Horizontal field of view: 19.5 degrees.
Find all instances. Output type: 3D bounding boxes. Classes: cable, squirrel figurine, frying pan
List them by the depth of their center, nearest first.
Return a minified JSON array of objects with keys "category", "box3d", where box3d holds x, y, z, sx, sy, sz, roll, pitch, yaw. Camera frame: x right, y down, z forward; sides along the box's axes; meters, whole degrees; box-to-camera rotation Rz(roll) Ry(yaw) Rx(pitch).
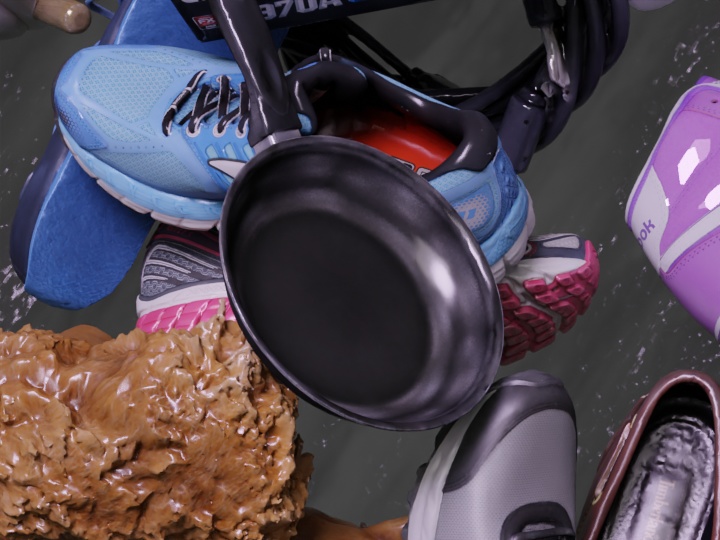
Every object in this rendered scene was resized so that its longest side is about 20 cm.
[{"category":"frying pan","box3d":[-0.027,-0.021,0.726,0.190,0.031,0.115,47,45,0]},{"category":"squirrel figurine","box3d":[-0.065,0.100,0.785,0.186,0.200,0.142,25,67,18]},{"category":"cable","box3d":[0.023,-0.135,0.898,0.051,0.164,0.200,-19,54,-44]}]

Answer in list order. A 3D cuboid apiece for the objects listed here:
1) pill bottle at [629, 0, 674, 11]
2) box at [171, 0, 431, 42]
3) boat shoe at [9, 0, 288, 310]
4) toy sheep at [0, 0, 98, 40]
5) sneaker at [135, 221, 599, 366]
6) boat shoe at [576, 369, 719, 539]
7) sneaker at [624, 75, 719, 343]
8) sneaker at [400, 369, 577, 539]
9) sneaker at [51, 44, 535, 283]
[{"category":"pill bottle","box3d":[0.078,-0.207,0.932,0.109,0.109,0.200,-43,66,-8]},{"category":"box","box3d":[0.009,-0.192,0.837,0.158,0.046,0.201,-7,56,20]},{"category":"boat shoe","box3d":[-0.099,-0.082,0.908,0.200,0.084,0.069,-54,28,-5]},{"category":"toy sheep","box3d":[-0.157,-0.172,0.957,0.138,0.138,0.200,31,82,22]},{"category":"sneaker","box3d":[0.000,0.000,0.878,0.199,0.081,0.075,-3,65,11]},{"category":"boat shoe","box3d":[0.103,0.135,0.806,0.070,0.070,0.201,11,72,11]},{"category":"sneaker","box3d":[0.199,-0.063,0.868,0.200,0.073,0.114,-36,61,-5]},{"category":"sneaker","box3d":[0.059,0.136,0.760,0.079,0.074,0.201,10,96,44]},{"category":"sneaker","box3d":[-0.028,-0.060,0.815,0.199,0.090,0.079,14,62,14]}]
